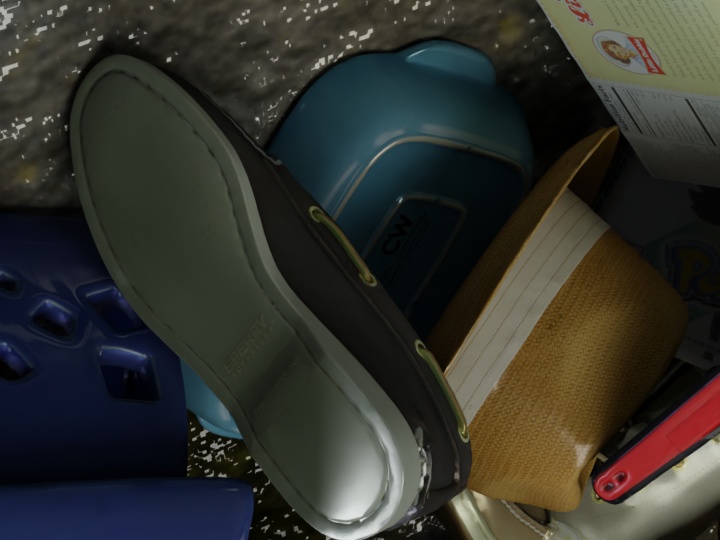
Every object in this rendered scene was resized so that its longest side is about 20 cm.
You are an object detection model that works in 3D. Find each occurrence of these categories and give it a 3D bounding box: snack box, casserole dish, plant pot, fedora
[{"bbox_3d":[0.122,-0.100,0.929,0.037,0.116,0.200,-58,135,-20],"label":"snack box"},{"bbox_3d":[0.000,0.000,1.008,0.121,0.039,0.201,11,118,-40],"label":"casserole dish"},{"bbox_3d":[-0.161,0.108,0.890,0.199,0.180,0.201,0,126,-35],"label":"plant pot"},{"bbox_3d":[0.074,0.037,0.983,0.201,0.082,0.201,-56,172,-11],"label":"fedora"}]

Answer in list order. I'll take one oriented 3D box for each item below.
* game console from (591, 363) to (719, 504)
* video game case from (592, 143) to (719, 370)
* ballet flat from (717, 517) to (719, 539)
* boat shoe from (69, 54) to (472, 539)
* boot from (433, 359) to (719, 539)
[{"bbox_3d":[0.180,0.018,0.983,0.177,0.031,0.200,-38,173,20],"label":"game console"},{"bbox_3d":[0.209,-0.025,1.077,0.199,0.022,0.183,22,114,-15],"label":"video game case"},{"bbox_3d":[0.250,0.130,1.268,0.199,0.069,0.063,-7,170,-30],"label":"ballet flat"},{"bbox_3d":[-0.033,0.007,0.892,0.072,0.202,0.060,-44,161,31],"label":"boat shoe"},{"bbox_3d":[0.114,0.085,1.133,0.154,0.072,0.200,-40,143,4],"label":"boot"}]
